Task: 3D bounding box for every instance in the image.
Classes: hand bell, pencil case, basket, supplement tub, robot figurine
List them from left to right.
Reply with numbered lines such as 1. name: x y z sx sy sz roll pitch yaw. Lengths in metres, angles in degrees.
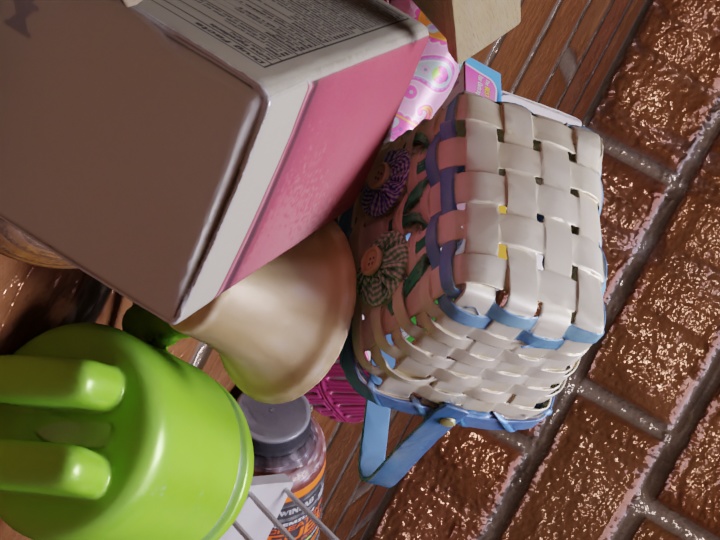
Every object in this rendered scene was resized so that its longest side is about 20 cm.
1. robot figurine: -0.132 0.099 0.715 0.200 0.114 0.178 42 50 -64
2. hand bell: -0.104 -0.005 0.611 0.199 0.104 0.105 20 102 -45
3. supplement tub: -0.086 0.196 1.216 0.107 0.106 0.202 -51 157 -40
4. pencil case: 0.019 -0.119 0.999 0.202 0.087 0.087 -61 169 -5
5. basket: 0.049 0.007 0.715 0.201 0.137 0.179 123 -25 -54

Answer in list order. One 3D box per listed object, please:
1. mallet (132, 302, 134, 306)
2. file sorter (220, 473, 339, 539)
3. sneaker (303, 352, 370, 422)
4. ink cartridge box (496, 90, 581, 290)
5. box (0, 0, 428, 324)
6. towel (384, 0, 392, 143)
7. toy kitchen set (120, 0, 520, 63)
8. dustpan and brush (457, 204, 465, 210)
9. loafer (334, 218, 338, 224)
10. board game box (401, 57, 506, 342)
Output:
1. mallet: -0.137 0.022 0.783 0.066 0.041 0.202 -45 156 -47
2. file sorter: -0.117 0.264 1.047 0.199 0.124 0.140 5 116 -52
3. sneaker: -0.012 0.044 1.167 0.088 0.080 0.203 -57 149 -56
4. ink cartridge box: 0.117 -0.063 1.187 0.200 0.083 0.147 149 -43 -77
5. box: -0.070 -0.079 0.584 0.110 0.127 0.200 -64 168 25
6. towel: 0.009 -0.104 0.838 0.201 0.022 0.146 92 -5 -58
7. toy kitchen set: -0.045 -0.174 0.550 0.179 0.164 0.201 -34 155 -8
8. dustpan and brush: 0.000 0.000 1.041 0.202 0.057 0.140 -61 -153 12
9. loafer: -0.044 -0.031 0.778 0.071 0.072 0.203 84 9 -67
10. board game box: 0.061 -0.057 1.089 0.153 0.040 0.202 -41 -143 45
